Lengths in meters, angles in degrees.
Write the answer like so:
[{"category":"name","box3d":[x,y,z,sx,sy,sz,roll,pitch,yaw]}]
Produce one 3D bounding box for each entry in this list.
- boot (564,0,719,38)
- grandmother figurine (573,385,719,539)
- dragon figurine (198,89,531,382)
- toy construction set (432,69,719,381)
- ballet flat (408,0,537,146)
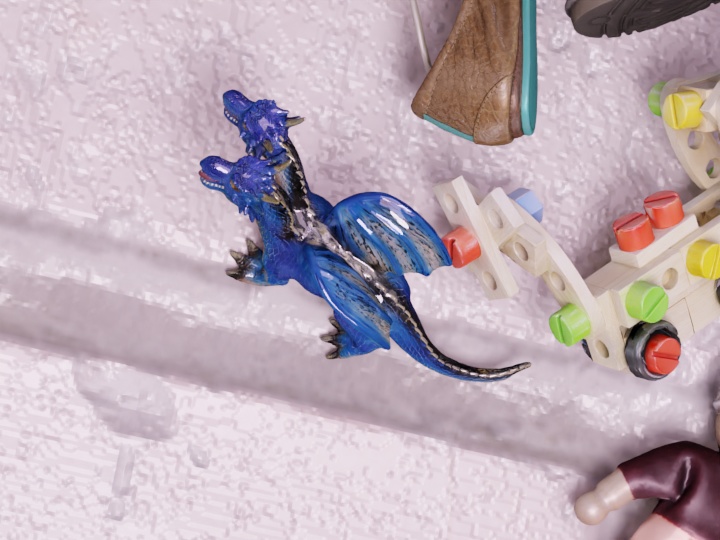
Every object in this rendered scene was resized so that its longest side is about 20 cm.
[{"category":"boot","box3d":[0.140,-0.226,1.088,0.181,0.073,0.201,-24,80,-13]},{"category":"grandmother figurine","box3d":[0.163,0.132,1.105,0.121,0.060,0.201,35,76,-19]},{"category":"dragon figurine","box3d":[0.000,0.000,1.047,0.200,0.099,0.059,40,73,-9]},{"category":"toy construction set","box3d":[0.138,-0.029,1.100,0.199,0.092,0.132,-25,115,-12]},{"category":"ballet flat","box3d":[0.059,-0.153,1.107,0.072,0.068,0.201,5,70,11]}]
